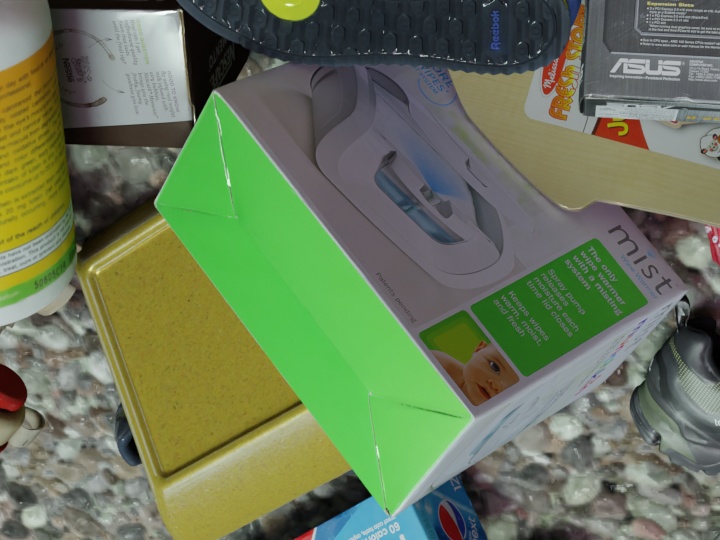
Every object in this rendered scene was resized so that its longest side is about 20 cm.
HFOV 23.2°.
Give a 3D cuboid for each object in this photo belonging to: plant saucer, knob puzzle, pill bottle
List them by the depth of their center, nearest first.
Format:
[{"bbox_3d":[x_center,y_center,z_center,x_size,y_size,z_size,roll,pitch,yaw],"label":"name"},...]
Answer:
[{"bbox_3d":[-0.197,-0.082,0.829,0.110,0.111,0.202,5,122,9],"label":"pill bottle"},{"bbox_3d":[0.126,-0.125,0.867,0.217,0.030,0.222,-1,85,7],"label":"knob puzzle"},{"bbox_3d":[-0.073,0.030,0.979,0.199,0.048,0.201,-30,72,27],"label":"plant saucer"}]

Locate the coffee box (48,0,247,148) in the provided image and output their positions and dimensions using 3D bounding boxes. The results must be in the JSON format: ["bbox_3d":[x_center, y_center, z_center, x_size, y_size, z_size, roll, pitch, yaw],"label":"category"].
[{"bbox_3d":[-0.171,-0.126,0.930,0.198,0.115,0.080,3,122,11],"label":"coffee box"}]

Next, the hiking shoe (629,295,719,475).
[{"bbox_3d":[0.257,0.082,0.990,0.198,0.076,0.101,17,127,2],"label":"hiking shoe"}]

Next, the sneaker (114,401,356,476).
[{"bbox_3d":[-0.059,0.105,1.070,0.198,0.081,0.074,6,123,8],"label":"sneaker"}]

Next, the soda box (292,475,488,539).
[{"bbox_3d":[-0.016,0.195,1.106,0.199,0.064,0.068,-33,77,32],"label":"soda box"}]

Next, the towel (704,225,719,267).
[{"bbox_3d":[0.240,-0.091,0.918,0.143,0.023,0.201,-9,119,16],"label":"towel"}]

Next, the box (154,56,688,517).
[{"bbox_3d":[0.030,-0.011,0.872,0.200,0.176,0.097,52,138,15],"label":"box"}]

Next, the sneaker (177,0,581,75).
[{"bbox_3d":[0.007,-0.144,0.837,0.198,0.079,0.066,7,134,4],"label":"sneaker"}]

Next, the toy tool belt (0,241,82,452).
[{"bbox_3d":[-0.219,-0.010,0.987,0.123,0.124,0.201,-46,60,22],"label":"toy tool belt"}]

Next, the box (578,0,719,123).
[{"bbox_3d":[0.205,-0.148,0.820,0.198,0.048,0.160,3,84,7],"label":"box"}]

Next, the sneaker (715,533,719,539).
[{"bbox_3d":[0.231,0.222,1.062,0.072,0.115,0.202,14,125,1],"label":"sneaker"}]
